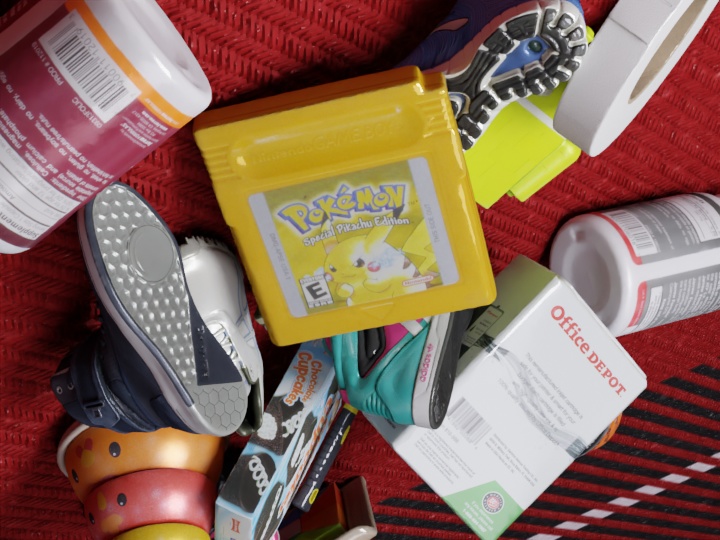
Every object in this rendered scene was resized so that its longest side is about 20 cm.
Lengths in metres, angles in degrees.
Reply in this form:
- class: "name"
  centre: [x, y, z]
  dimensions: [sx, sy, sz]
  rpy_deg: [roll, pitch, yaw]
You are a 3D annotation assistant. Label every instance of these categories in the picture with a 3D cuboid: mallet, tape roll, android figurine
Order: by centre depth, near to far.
- class: "tape roll"
  centre: [0.208, -0.172, 1.050]
  dimensions: [0.203, 0.037, 0.203]
  rpy_deg: [-50, 168, -14]
- class: "android figurine"
  centre: [0.111, -0.114, 1.155]
  dimensions: [0.200, 0.041, 0.182]
  rpy_deg: [-39, 147, 15]
- class: "mallet"
  centre: [-0.009, 0.111, 1.279]
  dimensions: [0.201, 0.041, 0.066]
  rpy_deg: [-60, 152, -15]

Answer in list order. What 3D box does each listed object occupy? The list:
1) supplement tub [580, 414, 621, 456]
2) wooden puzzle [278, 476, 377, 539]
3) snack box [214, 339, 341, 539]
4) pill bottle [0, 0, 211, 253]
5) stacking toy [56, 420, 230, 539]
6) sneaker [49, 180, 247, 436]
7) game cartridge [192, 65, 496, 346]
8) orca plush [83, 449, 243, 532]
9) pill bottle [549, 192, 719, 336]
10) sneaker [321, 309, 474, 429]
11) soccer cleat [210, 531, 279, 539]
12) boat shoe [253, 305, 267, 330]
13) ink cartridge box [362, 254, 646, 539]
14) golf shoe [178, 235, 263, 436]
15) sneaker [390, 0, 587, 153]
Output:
- class: "supplement tub"
  centre: [0.168, 0.119, 1.444]
  dimensions: [0.123, 0.123, 0.199]
  rpy_deg: [-45, 146, 21]
- class: "wooden puzzle"
  centre: [-0.072, 0.272, 1.460]
  dimensions: [0.184, 0.037, 0.200]
  rpy_deg: [-33, -175, 2]
- class: "snack box"
  centre: [-0.066, 0.152, 1.260]
  dimensions: [0.117, 0.037, 0.201]
  rpy_deg: [98, 16, -52]
- class: "pill bottle"
  centre: [-0.195, -0.082, 0.864]
  dimensions: [0.199, 0.115, 0.114]
  rpy_deg: [-37, 148, 9]
- class: "stacking toy"
  centre: [-0.163, 0.213, 1.196]
  dimensions: [0.145, 0.201, 0.147]
  rpy_deg: [-10, 146, -7]
- class: "sneaker"
  centre: [-0.183, 0.035, 1.071]
  dimensions: [0.077, 0.145, 0.204]
  rpy_deg: [-43, 118, -42]
- class: "game cartridge"
  centre: [-0.007, -0.041, 1.049]
  dimensions: [0.175, 0.033, 0.201]
  rpy_deg: [-12, 130, 8]
- class: "orca plush"
  centre: [-0.148, 0.217, 1.356]
  dimensions: [0.199, 0.071, 0.106]
  rpy_deg: [-1, 138, -40]
- class: "pill bottle"
  centre: [0.284, -0.010, 1.373]
  dimensions: [0.199, 0.114, 0.114]
  rpy_deg: [-11, 143, -29]
- class: "sneaker"
  centre: [0.026, 0.039, 1.224]
  dimensions: [0.120, 0.201, 0.084]
  rpy_deg: [5, 138, 16]
- class: "soccer cleat"
  centre: [-0.171, 0.279, 1.427]
  dimensions: [0.198, 0.070, 0.086]
  rpy_deg: [-21, 171, 1]
- class: "boat shoe"
  centre: [0.000, 0.000, 1.144]
  dimensions: [0.068, 0.075, 0.200]
  rpy_deg: [39, 126, -21]
- class: "ink cartridge box"
  centre: [0.125, 0.108, 1.273]
  dimensions: [0.200, 0.083, 0.147]
  rpy_deg: [-44, 116, -3]
- class: "golf shoe"
  centre: [-0.107, 0.053, 1.144]
  dimensions: [0.078, 0.098, 0.201]
  rpy_deg: [-26, 146, -5]
- class: "sneaker"
  centre: [0.076, -0.143, 1.040]
  dimensions: [0.199, 0.090, 0.079]
  rpy_deg: [-26, 121, 32]
